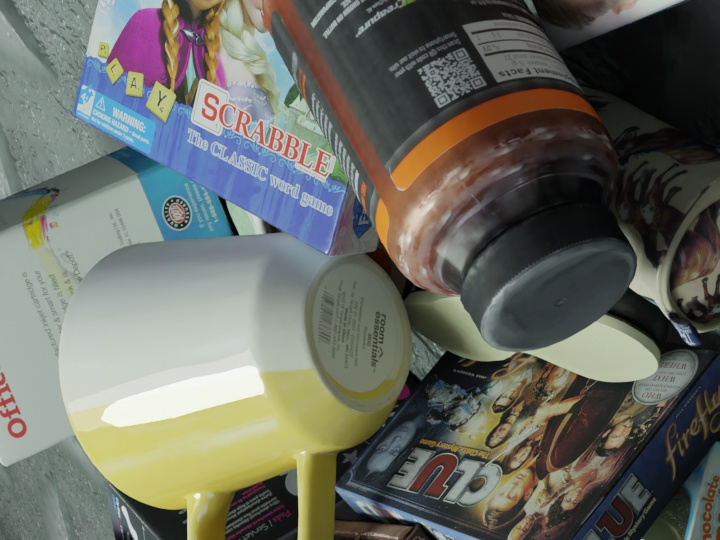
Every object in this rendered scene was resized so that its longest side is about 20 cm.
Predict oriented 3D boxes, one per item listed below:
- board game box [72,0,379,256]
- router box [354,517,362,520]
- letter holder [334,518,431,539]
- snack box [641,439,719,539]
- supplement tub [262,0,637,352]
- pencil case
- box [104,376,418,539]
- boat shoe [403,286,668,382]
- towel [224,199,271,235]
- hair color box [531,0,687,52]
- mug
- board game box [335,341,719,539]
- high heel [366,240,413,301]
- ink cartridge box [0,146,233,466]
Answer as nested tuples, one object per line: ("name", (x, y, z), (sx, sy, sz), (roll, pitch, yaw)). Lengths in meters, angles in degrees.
("board game box", (-0.050, -0.137, 0.974), (0.200, 0.041, 0.200), (28, 112, 33))
("router box", (0.036, 0.217, 1.168), (0.062, 0.150, 0.200), (44, 149, 34))
("letter holder", (0.026, 0.251, 0.994), (0.200, 0.142, 0.101), (48, 157, -15))
("snack box", (0.118, 0.132, 0.994), (0.200, 0.037, 0.116), (9, 84, 59))
("supplement tub", (0.040, -0.063, 0.808), (0.107, 0.107, 0.200), (102, 147, -53))
("pencil case", (0.105, -0.038, 0.876), (0.200, 0.078, 0.090), (33, 144, 45))
("box", (-0.042, 0.158, 1.197), (0.115, 0.200, 0.132), (41, 148, 38))
("boat shoe", (0.090, 0.012, 0.956), (0.074, 0.063, 0.201), (40, 166, -22))
("towel", (-0.094, -0.099, 1.170), (0.200, 0.023, 0.153), (76, 171, -45))
("hair color box", (0.128, -0.159, 0.738), (0.100, 0.060, 0.200), (65, 155, -5))
("mug", (-0.048, 0.061, 1.020), (0.153, 0.149, 0.187), (-14, 106, 40))
("board game box", (0.086, 0.089, 0.967), (0.035, 0.136, 0.200), (49, 160, -25))
("high heel", (0.000, 0.000, 1.111), (0.067, 0.096, 0.200), (47, 145, -2))
("ink cartridge box", (-0.188, 0.014, 1.294), (0.147, 0.200, 0.146), (70, 168, -14))
